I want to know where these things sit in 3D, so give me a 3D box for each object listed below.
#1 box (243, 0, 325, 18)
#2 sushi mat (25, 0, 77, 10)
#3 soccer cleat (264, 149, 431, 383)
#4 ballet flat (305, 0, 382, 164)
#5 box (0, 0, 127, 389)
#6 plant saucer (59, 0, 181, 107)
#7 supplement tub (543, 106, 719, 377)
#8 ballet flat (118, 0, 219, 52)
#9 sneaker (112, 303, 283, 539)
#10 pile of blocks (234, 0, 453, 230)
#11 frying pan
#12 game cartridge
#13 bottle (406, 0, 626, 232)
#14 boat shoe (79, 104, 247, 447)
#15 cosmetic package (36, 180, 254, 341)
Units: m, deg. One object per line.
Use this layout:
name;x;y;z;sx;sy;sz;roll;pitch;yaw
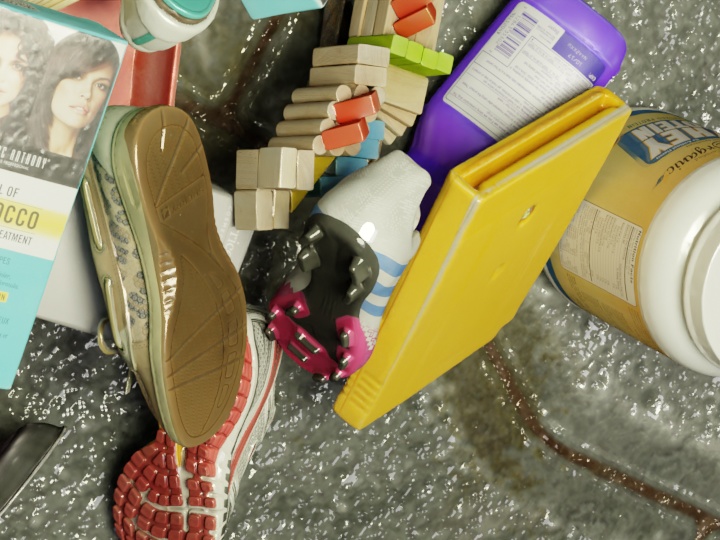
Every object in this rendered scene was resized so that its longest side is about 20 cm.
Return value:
box;-0.021;-0.236;1.392;0.082;0.049;0.200;60;41;-30
sushi mat;-0.222;-0.134;1.319;0.200;0.012;0.096;-28;161;-2
soccer cleat;0.000;0.000;1.416;0.070;0.200;0.086;40;65;8
ballet flat;0.010;-0.142;1.495;0.068;0.067;0.200;7;102;-28
box;-0.197;-0.043;1.293;0.082;0.049;0.200;14;100;-29
plant saucer;-0.209;-0.083;1.423;0.200;0.037;0.200;1;105;-27
supplement tub;0.215;-0.016;1.559;0.145;0.200;0.145;-8;109;-24
ballet flat;-0.094;-0.202;1.408;0.069;0.069;0.200;46;46;-30
sneaker;-0.091;0.111;1.516;0.082;0.078;0.200;-21;137;-56
pile of blocks;0.005;-0.094;1.407;0.082;0.062;0.200;44;67;-28
frying pan;-0.237;0.152;1.473;0.031;0.190;0.115;41;41;-7
game cartridge;0.073;-0.008;1.501;0.176;0.032;0.200;-31;156;-48
bottle;0.080;-0.087;1.541;0.084;0.065;0.200;38;86;3
boat shoe;-0.113;0.001;1.353;0.073;0.063;0.200;-30;120;-47
cosmetic package;-0.169;-0.025;1.392;0.200;0.090;0.107;17;94;-27
